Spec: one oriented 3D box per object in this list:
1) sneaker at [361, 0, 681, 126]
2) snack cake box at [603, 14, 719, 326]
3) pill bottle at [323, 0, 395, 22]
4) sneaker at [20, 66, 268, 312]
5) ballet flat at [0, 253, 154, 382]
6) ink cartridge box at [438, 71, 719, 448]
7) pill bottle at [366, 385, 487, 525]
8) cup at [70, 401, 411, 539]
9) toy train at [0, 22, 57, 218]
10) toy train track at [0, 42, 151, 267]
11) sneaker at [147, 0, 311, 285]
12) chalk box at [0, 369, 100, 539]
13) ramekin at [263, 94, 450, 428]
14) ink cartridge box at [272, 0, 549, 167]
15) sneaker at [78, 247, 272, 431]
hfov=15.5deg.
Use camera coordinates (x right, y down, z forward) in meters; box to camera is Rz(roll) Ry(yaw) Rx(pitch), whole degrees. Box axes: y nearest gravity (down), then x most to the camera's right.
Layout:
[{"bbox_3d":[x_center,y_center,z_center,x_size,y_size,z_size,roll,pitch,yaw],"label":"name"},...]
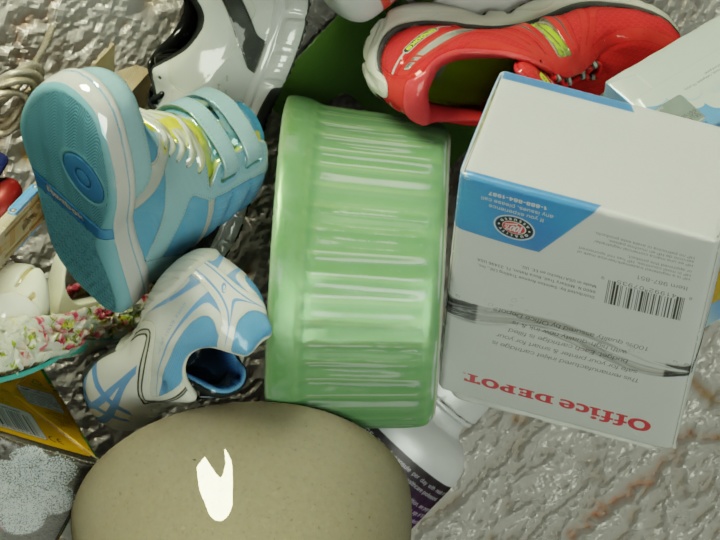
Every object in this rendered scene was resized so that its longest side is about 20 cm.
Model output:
[{"bbox_3d":[0.101,-0.109,1.522,0.199,0.085,0.077,-7,123,-20],"label":"sneaker"},{"bbox_3d":[0.200,-0.051,1.570,0.115,0.067,0.200,-32,147,-23],"label":"snack cake box"},{"bbox_3d":[0.039,-0.240,1.494,0.200,0.112,0.113,-39,127,-1],"label":"pill bottle"},{"bbox_3d":[-0.109,-0.072,1.425,0.130,0.080,0.200,-39,161,-20],"label":"sneaker"},{"bbox_3d":[-0.183,0.023,1.540,0.200,0.075,0.064,-14,106,-53],"label":"ballet flat"},{"bbox_3d":[0.128,-0.002,1.490,0.145,0.084,0.200,15,143,8],"label":"ink cartridge box"},{"bbox_3d":[-0.014,0.130,1.668,0.200,0.112,0.112,-46,127,4],"label":"pill bottle"},{"bbox_3d":[-0.062,0.194,1.496,0.200,0.143,0.201,-4,136,-4],"label":"cup"},{"bbox_3d":[-0.229,-0.047,1.457,0.085,0.116,0.200,32,101,-11],"label":"toy train"},{"bbox_3d":[-0.176,-0.057,1.479,0.200,0.032,0.115,-55,157,-47],"label":"toy train track"},{"bbox_3d":[-0.097,-0.086,1.540,0.080,0.074,0.200,13,96,-25],"label":"sneaker"},{"bbox_3d":[-0.265,0.149,1.560,0.124,0.124,0.200,20,108,-34],"label":"chalk box"},{"bbox_3d":[0.000,0.000,1.543,0.097,0.200,0.200,3,118,1],"label":"ramekin"},{"bbox_3d":[0.064,-0.123,1.595,0.200,0.076,0.148,-46,127,3],"label":"ink cartridge box"},{"bbox_3d":[-0.106,0.055,1.505,0.072,0.073,0.200,-33,171,-29],"label":"sneaker"}]
